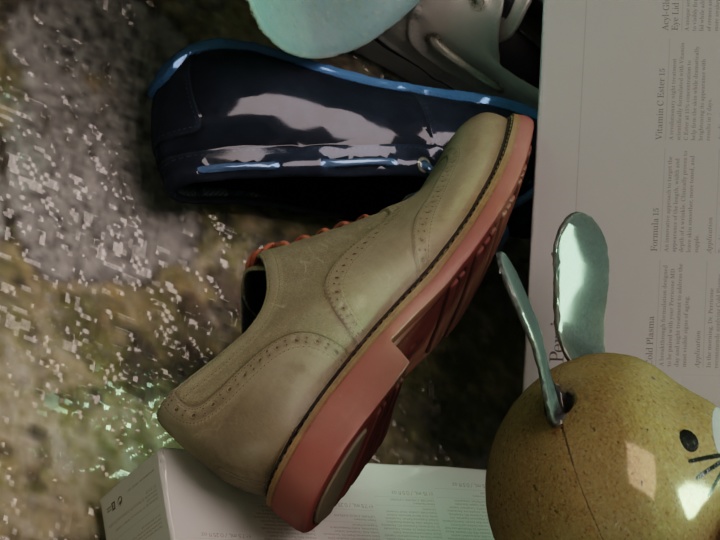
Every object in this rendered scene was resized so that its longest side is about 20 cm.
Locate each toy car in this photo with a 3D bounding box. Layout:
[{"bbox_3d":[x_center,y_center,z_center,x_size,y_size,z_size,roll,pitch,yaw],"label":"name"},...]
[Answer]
[{"bbox_3d":[0.106,0.075,0.922,0.200,0.158,0.164,65,20,1],"label":"toy car"}]

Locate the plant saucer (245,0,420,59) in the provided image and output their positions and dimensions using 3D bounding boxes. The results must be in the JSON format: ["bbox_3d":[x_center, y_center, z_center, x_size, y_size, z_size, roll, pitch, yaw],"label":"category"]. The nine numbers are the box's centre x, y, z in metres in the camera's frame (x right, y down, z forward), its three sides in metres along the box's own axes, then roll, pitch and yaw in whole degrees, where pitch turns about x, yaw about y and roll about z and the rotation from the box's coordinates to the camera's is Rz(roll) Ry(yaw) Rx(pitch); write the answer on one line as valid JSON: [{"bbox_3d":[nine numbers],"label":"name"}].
[{"bbox_3d":[0.004,-0.177,1.026,0.039,0.201,0.201,28,41,24],"label":"plant saucer"}]

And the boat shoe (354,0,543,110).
[{"bbox_3d":[0.048,-0.103,1.148,0.200,0.066,0.072,42,48,-7],"label":"boat shoe"}]

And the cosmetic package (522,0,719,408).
[{"bbox_3d":[0.140,-0.039,1.031,0.150,0.052,0.201,3,76,7],"label":"cosmetic package"}]

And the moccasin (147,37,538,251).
[{"bbox_3d":[0.010,-0.030,1.083,0.199,0.080,0.068,10,62,-15],"label":"moccasin"}]

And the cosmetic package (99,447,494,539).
[{"bbox_3d":[0.008,0.116,0.999,0.200,0.051,0.083,7,58,-34],"label":"cosmetic package"}]

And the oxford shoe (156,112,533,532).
[{"bbox_3d":[0.000,0.000,0.983,0.075,0.071,0.200,28,47,9],"label":"oxford shoe"}]
